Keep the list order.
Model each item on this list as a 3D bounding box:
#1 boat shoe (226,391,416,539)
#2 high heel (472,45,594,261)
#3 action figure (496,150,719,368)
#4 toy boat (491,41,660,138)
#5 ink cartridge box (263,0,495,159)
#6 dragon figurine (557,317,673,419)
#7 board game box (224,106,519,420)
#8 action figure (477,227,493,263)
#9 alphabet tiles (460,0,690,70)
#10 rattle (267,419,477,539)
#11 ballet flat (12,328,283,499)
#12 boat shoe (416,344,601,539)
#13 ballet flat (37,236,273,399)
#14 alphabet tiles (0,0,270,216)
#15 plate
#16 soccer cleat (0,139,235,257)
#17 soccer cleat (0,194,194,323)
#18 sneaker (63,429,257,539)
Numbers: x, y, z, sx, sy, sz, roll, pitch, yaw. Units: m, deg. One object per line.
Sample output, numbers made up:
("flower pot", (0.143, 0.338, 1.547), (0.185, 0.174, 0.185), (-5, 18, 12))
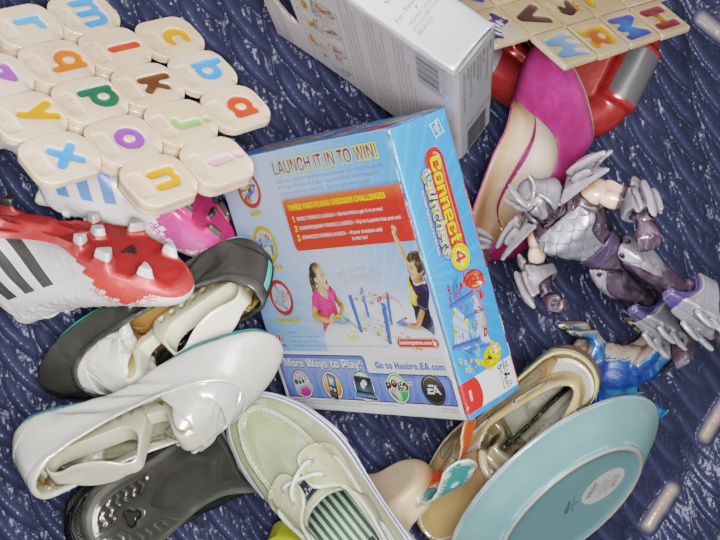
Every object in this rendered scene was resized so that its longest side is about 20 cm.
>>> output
("boat shoe", (-0.022, 0.154, 0.833), (0.072, 0.062, 0.200), (-46, 68, -3))
("high heel", (0.113, -0.080, 0.895), (0.096, 0.200, 0.067), (-33, 64, -15))
("action figure", (0.184, -0.007, 0.877), (0.199, 0.130, 0.070), (35, 50, -17))
("toy boat", (0.143, -0.186, 0.905), (0.199, 0.131, 0.131), (27, 89, -14))
("ink cartridge box", (0.008, -0.162, 0.821), (0.173, 0.200, 0.044), (38, 85, 10))
("dragon figurine", (0.212, 0.091, 0.983), (0.198, 0.059, 0.100), (-4, 98, -8))
("board game box", (0.000, 0.000, 0.855), (0.056, 0.199, 0.197), (-24, 103, -38))
("action figure", (0.047, 0.005, 0.909), (0.069, 0.130, 0.201), (-30, 113, -25))
("alphabet tiles", (0.128, -0.202, 0.836), (0.199, 0.006, 0.167), (-22, 58, -36))
("rattle", (0.033, 0.216, 0.915), (0.199, 0.130, 0.143), (-32, 92, 1))
("ballet flat", (-0.140, 0.105, 0.829), (0.199, 0.069, 0.070), (-21, 100, -1))
("boat shoe", (0.101, 0.140, 0.923), (0.071, 0.076, 0.201), (36, 113, 5))
("ballet flat", (-0.148, 0.046, 0.867), (0.199, 0.069, 0.068), (-34, 129, 10))
("alphabet tiles", (-0.165, -0.117, 0.830), (0.195, 0.015, 0.200), (-25, 63, -41))
("plate", (0.156, 0.175, 0.932), (0.199, 0.026, 0.201), (-24, 141, -20))
("soccer cleat", (-0.183, -0.062, 0.887), (0.200, 0.070, 0.086), (40, 112, -18))
("soccer cleat", (-0.209, 0.003, 0.853), (0.198, 0.069, 0.086), (14, 118, 11))
("sneaker", (-0.138, 0.154, 0.912), (0.199, 0.114, 0.077), (-30, 97, -36))
